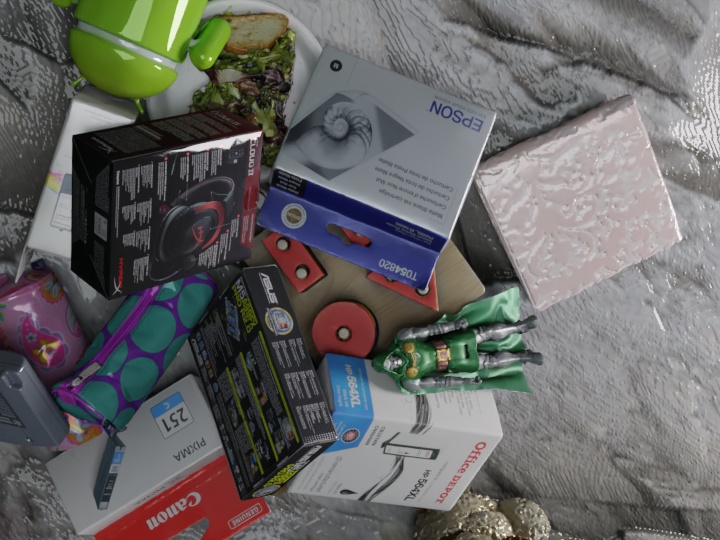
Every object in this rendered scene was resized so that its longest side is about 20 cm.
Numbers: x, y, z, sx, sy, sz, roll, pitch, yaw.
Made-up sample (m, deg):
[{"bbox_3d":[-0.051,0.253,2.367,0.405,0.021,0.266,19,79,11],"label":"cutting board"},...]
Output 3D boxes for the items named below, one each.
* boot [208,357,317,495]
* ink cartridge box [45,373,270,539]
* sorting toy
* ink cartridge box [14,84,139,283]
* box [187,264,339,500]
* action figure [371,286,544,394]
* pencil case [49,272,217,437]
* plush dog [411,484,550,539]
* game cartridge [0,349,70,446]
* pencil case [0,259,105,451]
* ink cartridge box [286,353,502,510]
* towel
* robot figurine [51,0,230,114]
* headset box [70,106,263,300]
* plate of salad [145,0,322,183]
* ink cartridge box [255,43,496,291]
[{"bbox_3d":[-0.078,0.170,1.332,0.199,0.072,0.167,-1,97,-8],"label":"boot"},{"bbox_3d":[-0.227,0.242,1.290,0.199,0.045,0.177,-32,73,2],"label":"ink cartridge box"},{"bbox_3d":[0.000,0.000,1.247,0.200,0.070,0.199,-35,87,3],"label":"sorting toy"},{"bbox_3d":[-0.290,-0.081,1.191,0.067,0.117,0.201,19,103,-12],"label":"ink cartridge box"},{"bbox_3d":[-0.107,0.120,1.213,0.044,0.201,0.160,-6,153,-36],"label":"box"},{"bbox_3d":[0.100,0.087,1.213,0.199,0.055,0.119,-8,85,-28],"label":"action figure"},{"bbox_3d":[-0.239,0.075,1.225,0.085,0.093,0.200,25,69,22],"label":"pencil case"},{"bbox_3d":[0.120,0.336,1.342,0.200,0.172,0.160,-42,107,6],"label":"plush dog"},{"bbox_3d":[-0.405,0.127,1.210,0.199,0.042,0.133,8,143,24],"label":"game cartridge"},{"bbox_3d":[-0.339,0.096,1.258,0.087,0.087,0.201,-21,107,-1],"label":"pencil case"},{"bbox_3d":[0.032,0.178,1.246,0.199,0.085,0.146,11,131,-20],"label":"ink cartridge box"},{"bbox_3d":[0.249,-0.076,1.313,0.199,0.032,0.192,-26,109,1],"label":"towel"},{"bbox_3d":[-0.217,-0.262,1.143,0.175,0.116,0.201,22,96,-3],"label":"robot figurine"},{"bbox_3d":[-0.184,-0.072,1.151,0.199,0.075,0.149,-19,128,-40],"label":"headset box"},{"bbox_3d":[-0.127,-0.186,1.220,0.199,0.048,0.201,-2,107,-8],"label":"plate of salad"},{"bbox_3d":[0.015,-0.106,1.193,0.199,0.041,0.201,21,84,0],"label":"ink cartridge box"}]
